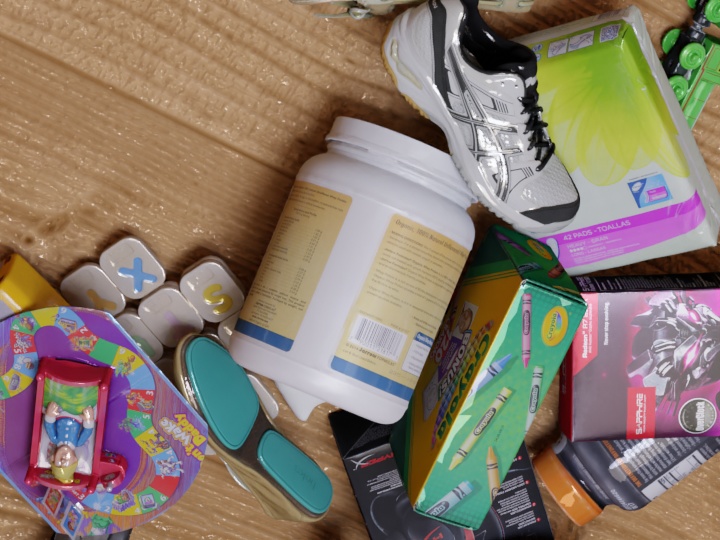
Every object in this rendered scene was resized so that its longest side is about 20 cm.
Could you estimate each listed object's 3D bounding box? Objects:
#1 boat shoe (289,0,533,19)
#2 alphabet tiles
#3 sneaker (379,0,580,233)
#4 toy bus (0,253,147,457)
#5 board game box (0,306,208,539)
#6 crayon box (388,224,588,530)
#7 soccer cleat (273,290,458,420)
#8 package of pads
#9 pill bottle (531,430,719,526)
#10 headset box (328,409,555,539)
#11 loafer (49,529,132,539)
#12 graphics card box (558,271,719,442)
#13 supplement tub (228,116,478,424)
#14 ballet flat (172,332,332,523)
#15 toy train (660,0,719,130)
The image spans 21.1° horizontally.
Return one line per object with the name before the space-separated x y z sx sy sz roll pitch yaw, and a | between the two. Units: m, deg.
boat shoe | 0.036 -0.210 1.418 0.199 0.073 0.063 -7 114 -10
alphabet tiles | -0.166 0.073 1.523 0.200 0.015 0.196 -32 113 15
sneaker | 0.103 -0.113 1.390 0.088 0.076 0.200 -30 109 37
toy bus | -0.252 0.059 1.474 0.078 0.065 0.200 -37 109 18
board game box | -0.213 0.123 1.445 0.158 0.039 0.200 -33 111 16
crayon box | 0.094 0.080 1.467 0.058 0.119 0.201 20 107 -16
soccer cleat | 0.027 0.068 1.560 0.199 0.069 0.085 -14 126 -1
package of pads | 0.170 -0.093 1.478 0.154 0.068 0.200 -13 121 27
pill bottle | 0.241 0.128 1.609 0.200 0.106 0.106 -37 117 7
headset box | 0.075 0.194 1.622 0.148 0.075 0.201 -20 118 -1
loafer | -0.266 0.259 1.592 0.071 0.073 0.200 34 100 -14
graphics card box | 0.257 0.066 1.512 0.199 0.051 0.126 -1 105 -4
supplement tub | 0.000 0.000 1.448 0.144 0.145 0.201 24 87 -22
ballet flat | -0.099 0.131 1.516 0.063 0.069 0.200 -13 125 40
toy train | 0.261 -0.160 1.511 0.056 0.042 0.200 13 113 -30
